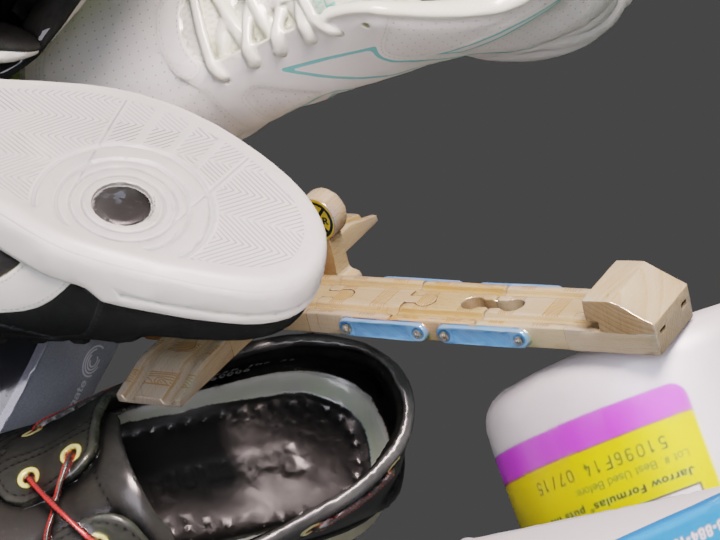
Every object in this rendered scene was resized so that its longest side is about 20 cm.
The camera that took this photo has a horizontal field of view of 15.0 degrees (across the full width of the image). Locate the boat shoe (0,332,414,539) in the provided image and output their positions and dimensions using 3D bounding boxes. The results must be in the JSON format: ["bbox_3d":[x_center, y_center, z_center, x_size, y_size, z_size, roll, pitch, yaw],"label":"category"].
[{"bbox_3d":[-0.078,0.069,0.807,0.201,0.063,0.074,-17,67,-19],"label":"boat shoe"}]

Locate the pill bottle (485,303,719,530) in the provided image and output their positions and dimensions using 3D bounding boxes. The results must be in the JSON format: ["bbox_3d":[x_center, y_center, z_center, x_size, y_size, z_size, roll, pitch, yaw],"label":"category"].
[{"bbox_3d":[0.115,0.114,0.795,0.104,0.104,0.200,-20,81,4],"label":"pill bottle"}]

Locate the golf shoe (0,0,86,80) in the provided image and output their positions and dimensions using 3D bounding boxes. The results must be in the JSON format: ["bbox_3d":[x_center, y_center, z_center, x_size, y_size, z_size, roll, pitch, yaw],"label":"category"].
[{"bbox_3d":[-0.134,-0.090,0.823,0.200,0.095,0.078,-32,119,33],"label":"golf shoe"}]

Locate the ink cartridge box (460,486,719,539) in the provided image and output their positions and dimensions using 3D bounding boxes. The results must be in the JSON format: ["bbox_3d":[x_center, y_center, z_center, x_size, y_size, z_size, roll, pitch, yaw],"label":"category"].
[{"bbox_3d":[0.044,0.176,0.699,0.147,0.145,0.200,-18,89,-38],"label":"ink cartridge box"}]

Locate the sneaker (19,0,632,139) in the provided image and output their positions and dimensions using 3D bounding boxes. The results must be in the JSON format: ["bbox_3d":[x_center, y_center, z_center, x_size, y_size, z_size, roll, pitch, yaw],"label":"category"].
[{"bbox_3d":[-0.014,-0.087,0.848,0.200,0.080,0.070,-15,84,6],"label":"sneaker"}]

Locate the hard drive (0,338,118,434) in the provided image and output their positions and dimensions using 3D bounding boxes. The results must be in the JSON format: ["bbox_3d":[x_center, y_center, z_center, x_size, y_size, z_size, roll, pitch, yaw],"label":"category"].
[{"bbox_3d":[-0.182,0.064,0.867,0.135,0.042,0.200,35,89,9],"label":"hard drive"}]

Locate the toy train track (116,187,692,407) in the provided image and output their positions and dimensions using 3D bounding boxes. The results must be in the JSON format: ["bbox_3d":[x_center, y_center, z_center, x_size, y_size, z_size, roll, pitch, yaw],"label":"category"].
[{"bbox_3d":[0.000,0.000,0.802,0.200,0.115,0.033,4,121,32],"label":"toy train track"}]

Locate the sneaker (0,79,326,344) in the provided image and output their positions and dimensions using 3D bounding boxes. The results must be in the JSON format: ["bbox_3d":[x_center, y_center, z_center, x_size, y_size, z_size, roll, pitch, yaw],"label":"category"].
[{"bbox_3d":[-0.109,0.003,0.798,0.200,0.112,0.073,15,43,8],"label":"sneaker"}]
